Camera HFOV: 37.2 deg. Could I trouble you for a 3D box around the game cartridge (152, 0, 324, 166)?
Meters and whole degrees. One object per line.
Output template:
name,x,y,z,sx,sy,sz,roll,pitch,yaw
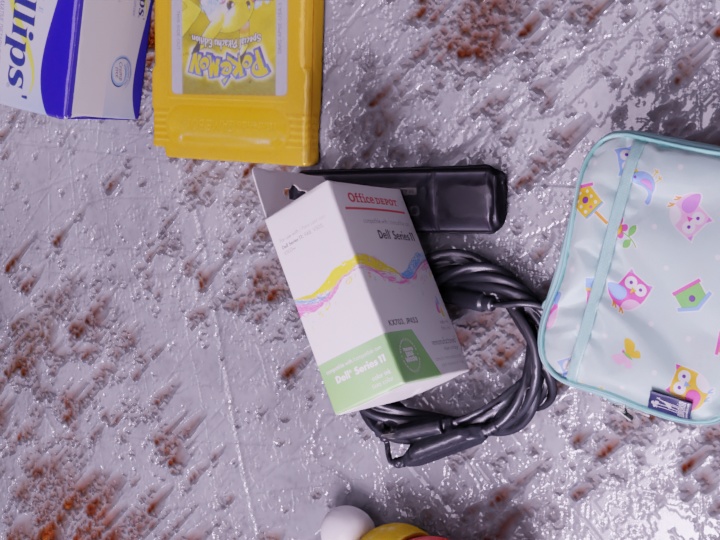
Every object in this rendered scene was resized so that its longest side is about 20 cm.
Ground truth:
game cartridge,-0.113,-0.199,0.962,0.174,0.032,0.203,6,98,29

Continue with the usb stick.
usb stick,0.028,-0.059,0.899,0.198,0.033,0.056,1,103,29

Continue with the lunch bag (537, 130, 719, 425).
lunch bag,0.215,0.007,0.769,0.159,0.077,0.203,17,98,24

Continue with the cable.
cable,0.074,0.065,0.883,0.199,0.051,0.165,-27,76,27

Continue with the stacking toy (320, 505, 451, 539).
stacking toy,0.039,0.261,0.897,0.199,0.145,0.148,33,112,42

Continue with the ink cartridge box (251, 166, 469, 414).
ink cartridge box,0.000,0.000,0.830,0.067,0.117,0.202,-27,77,28

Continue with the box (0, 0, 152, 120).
box,-0.306,-0.252,1.022,0.198,0.105,0.186,16,104,26
